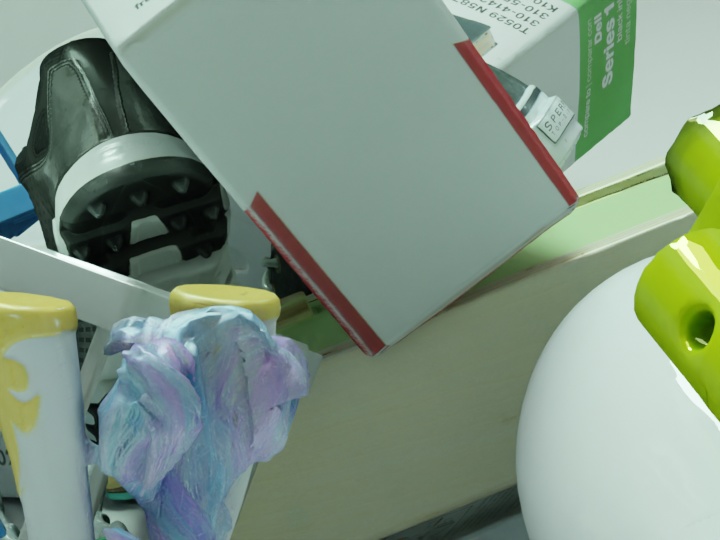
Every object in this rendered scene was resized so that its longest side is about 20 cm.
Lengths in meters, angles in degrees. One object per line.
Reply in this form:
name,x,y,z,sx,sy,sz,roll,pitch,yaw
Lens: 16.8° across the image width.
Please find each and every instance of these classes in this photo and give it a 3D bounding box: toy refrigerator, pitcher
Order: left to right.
toy refrigerator,0.034,0.027,0.785,0.200,0.070,0.076,-22,15,-2
pitcher,0.133,0.071,0.644,0.172,0.121,0.200,7,19,-10

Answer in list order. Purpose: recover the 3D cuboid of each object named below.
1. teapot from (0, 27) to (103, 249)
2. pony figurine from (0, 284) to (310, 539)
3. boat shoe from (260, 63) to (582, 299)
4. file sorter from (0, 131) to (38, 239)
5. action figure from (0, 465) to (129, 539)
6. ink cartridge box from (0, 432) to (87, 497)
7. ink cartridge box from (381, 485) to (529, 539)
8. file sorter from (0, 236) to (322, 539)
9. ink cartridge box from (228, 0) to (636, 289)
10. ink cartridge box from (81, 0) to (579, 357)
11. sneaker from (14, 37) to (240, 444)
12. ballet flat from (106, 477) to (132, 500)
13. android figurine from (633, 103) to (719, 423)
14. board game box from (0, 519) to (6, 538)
teapot,-0.121,-0.028,1.321,0.197,0.146,0.200,-30,43,7
pony figurine,-0.067,0.102,0.542,0.193,0.200,0.167,6,7,9
boat shoe,0.000,0.000,0.876,0.200,0.071,0.072,-54,-3,26
file sorter,-0.256,-0.015,1.019,0.200,0.123,0.139,-34,-3,36
action figure,-0.087,0.109,0.814,0.118,0.055,0.200,-12,14,-18
ink cartridge box,-0.136,0.053,1.103,0.115,0.068,0.200,-4,13,42
ink cartridge box,0.085,0.076,0.858,0.200,0.057,0.163,-30,2,26
file sorter,-0.140,0.041,0.693,0.200,0.125,0.139,18,-2,20
ink cartridge box,0.000,-0.073,1.002,0.146,0.084,0.200,24,44,28
ink cartridge box,-0.034,-0.089,0.764,0.084,0.144,0.200,-37,38,3
sneaker,-0.077,-0.008,0.836,0.066,0.091,0.200,-17,-31,-10
ballet flat,-0.027,0.042,1.053,0.200,0.063,0.069,-16,9,-20
android figurine,0.153,0.032,0.575,0.182,0.041,0.200,9,32,-36
board game box,-0.239,0.101,0.866,0.196,0.056,0.200,-30,14,-13
